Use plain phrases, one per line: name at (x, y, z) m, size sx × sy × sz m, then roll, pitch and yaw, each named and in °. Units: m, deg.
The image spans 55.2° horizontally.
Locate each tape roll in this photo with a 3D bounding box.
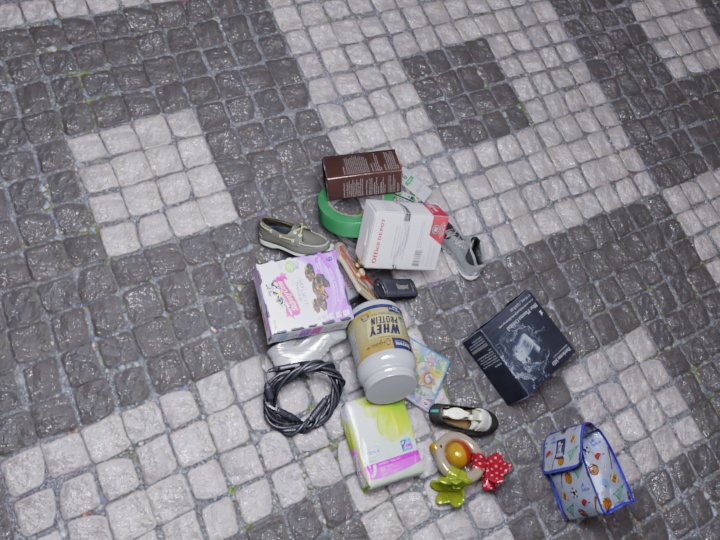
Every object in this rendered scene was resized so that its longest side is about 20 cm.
tape roll at (-0.011, -0.166, 1.757) m, size 0.194 × 0.049 × 0.204 m, roll 0°, pitch 42°, yaw 0°

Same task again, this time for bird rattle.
bird rattle at (0.247, 0.449, 1.607) m, size 0.195 × 0.114 × 0.165 m, roll -18°, pitch 58°, yaw -26°

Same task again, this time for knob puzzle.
knob puzzle at (0.000, 0.000, 1.676) m, size 0.030 × 0.219 × 0.222 m, roll -37°, pitch 81°, yaw 9°

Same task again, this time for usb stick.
usb stick at (0.089, 0.045, 1.693) m, size 0.056 × 0.032 × 0.199 m, roll 59°, pitch 23°, yaw 16°

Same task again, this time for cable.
cable at (-0.122, 0.285, 1.554) m, size 0.194 × 0.051 × 0.169 m, roll -8°, pitch 97°, yaw -19°

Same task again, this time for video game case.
video game case at (0.111, 0.236, 1.694) m, size 0.197 × 0.018 × 0.145 m, roll 31°, pitch 63°, yaw -3°

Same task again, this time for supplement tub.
supplement tub at (0.049, 0.186, 1.584) m, size 0.140 × 0.146 × 0.204 m, roll -2°, pitch 51°, yaw -17°

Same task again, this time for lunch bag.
lunch bag at (0.526, 0.476, 1.640) m, size 0.121 × 0.170 × 0.205 m, roll -10°, pitch 72°, yaw -25°

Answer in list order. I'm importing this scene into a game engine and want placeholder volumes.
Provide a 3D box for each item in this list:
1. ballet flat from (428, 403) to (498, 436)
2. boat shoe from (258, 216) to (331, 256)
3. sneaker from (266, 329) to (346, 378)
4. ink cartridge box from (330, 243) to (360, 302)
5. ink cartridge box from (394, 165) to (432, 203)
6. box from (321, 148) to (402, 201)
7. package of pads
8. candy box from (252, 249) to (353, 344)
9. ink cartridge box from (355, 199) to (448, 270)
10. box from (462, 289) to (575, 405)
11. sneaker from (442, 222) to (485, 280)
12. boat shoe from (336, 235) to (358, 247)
ballet flat at (0.258, 0.358, 1.652) m, size 0.194 × 0.068 × 0.070 m, roll 10°, pitch 69°, yaw -19°
boat shoe at (-0.162, -0.084, 1.669) m, size 0.196 × 0.062 × 0.072 m, roll 13°, pitch 38°, yaw 22°
sneaker at (-0.117, 0.198, 1.617) m, size 0.195 × 0.078 × 0.102 m, roll -19°, pitch 82°, yaw -15°
ink cartridge box at (-0.116, 0.048, 1.665) m, size 0.197 × 0.085 × 0.147 m, roll -28°, pitch 79°, yaw -24°
ink cartridge box at (0.087, -0.233, 1.864) m, size 0.199 × 0.050 × 0.110 m, roll 40°, pitch 62°, yaw 1°
box at (0.003, -0.243, 1.752) m, size 0.193 × 0.076 × 0.102 m, roll -6°, pitch 42°, yaw -8°
package of pads at (0.045, 0.388, 1.583) m, size 0.150 × 0.068 × 0.205 m, roll -10°, pitch 71°, yaw -22°
candy box at (-0.132, 0.059, 1.568) m, size 0.194 × 0.072 × 0.172 m, roll -10°, pitch 72°, yaw -20°
ink cartridge box at (0.098, -0.086, 1.670) m, size 0.194 × 0.151 × 0.083 m, roll 3°, pitch 27°, yaw -22°
box at (0.401, 0.194, 1.748) m, size 0.195 × 0.118 × 0.202 m, roll -34°, pitch 82°, yaw -26°
sneaker at (0.268, -0.080, 1.820) m, size 0.074 × 0.116 × 0.202 m, roll -33°, pitch 81°, yaw -26°
boat shoe at (0.036, -0.099, 1.768) m, size 0.194 × 0.093 × 0.077 m, roll 14°, pitch 64°, yaw -11°
